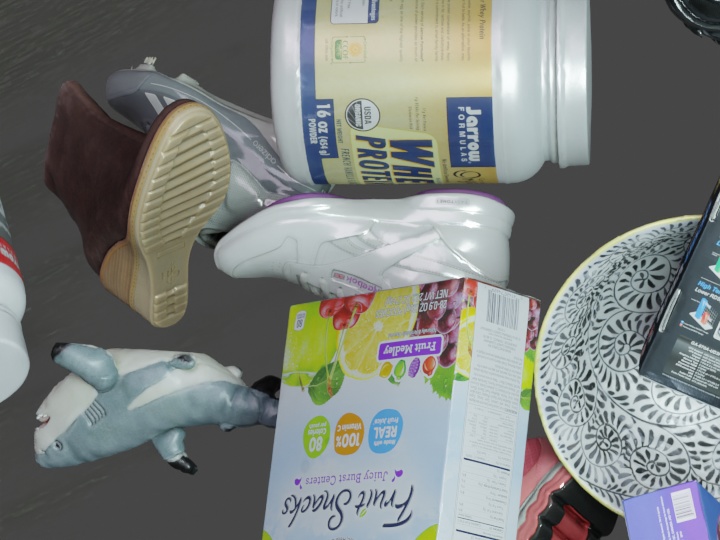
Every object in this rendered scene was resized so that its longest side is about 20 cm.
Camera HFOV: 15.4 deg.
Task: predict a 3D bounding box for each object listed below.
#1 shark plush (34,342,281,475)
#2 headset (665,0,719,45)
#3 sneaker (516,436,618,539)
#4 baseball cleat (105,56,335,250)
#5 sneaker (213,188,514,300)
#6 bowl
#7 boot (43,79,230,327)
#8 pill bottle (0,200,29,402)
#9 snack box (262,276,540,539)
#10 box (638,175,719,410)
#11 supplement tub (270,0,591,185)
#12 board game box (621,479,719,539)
[{"bbox_3d":[-0.119,0.097,1.772,0.200,0.091,0.083,4,86,5],"label":"shark plush"},{"bbox_3d":[0.229,-0.166,1.690,0.200,0.123,0.094,16,92,20],"label":"headset"},{"bbox_3d":[0.072,0.185,1.621,0.200,0.074,0.087,-49,39,-6],"label":"sneaker"},{"bbox_3d":[-0.112,-0.076,1.830,0.200,0.070,0.107,20,74,33],"label":"baseball cleat"},{"bbox_3d":[0.000,0.000,1.724,0.200,0.075,0.100,-3,77,14],"label":"sneaker"},{"bbox_3d":[0.206,0.050,1.578,0.200,0.094,0.201,3,108,8],"label":"bowl"},{"bbox_3d":[-0.162,-0.075,1.787,0.072,0.200,0.166,-19,53,-30],"label":"boot"},{"bbox_3d":[-0.297,-0.005,1.856,0.114,0.114,0.200,-27,57,11],"label":"pill bottle"},{"bbox_3d":[0.020,0.114,1.570,0.169,0.068,0.200,-11,69,50],"label":"snack box"},{"bbox_3d":[0.276,0.023,1.482,0.200,0.046,0.159,23,111,3],"label":"box"},{"bbox_3d":[0.049,-0.127,1.715,0.200,0.144,0.145,0,64,7],"label":"supplement tub"},{"bbox_3d":[0.202,0.230,1.468,0.045,0.134,0.200,-17,66,17],"label":"board game box"}]
